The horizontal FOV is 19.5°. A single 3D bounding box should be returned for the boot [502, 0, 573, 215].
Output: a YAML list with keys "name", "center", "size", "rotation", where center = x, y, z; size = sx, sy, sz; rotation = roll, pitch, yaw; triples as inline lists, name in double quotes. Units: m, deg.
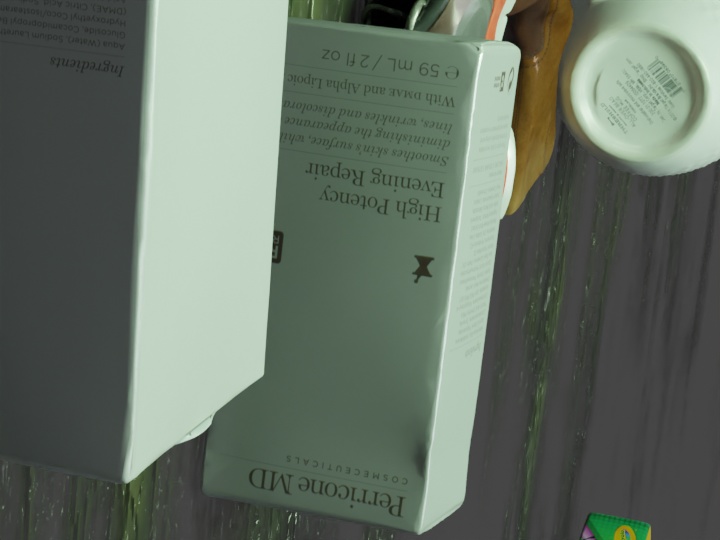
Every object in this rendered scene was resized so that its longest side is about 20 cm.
- name: "boot"
  center: [0.085, -0.122, 1.195]
  size: [0.188, 0.068, 0.200]
  rotation: [-70, 169, -56]

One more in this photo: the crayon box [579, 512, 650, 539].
- name: "crayon box"
  center: [0.212, 0.326, 1.839]
  size: [0.119, 0.058, 0.200]
  rotation: [-62, 156, -48]

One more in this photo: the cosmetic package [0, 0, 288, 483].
- name: "cosmetic package"
  center: [-0.075, -0.051, 0.618]
  size: [0.113, 0.081, 0.200]
  rotation: [-33, 131, -68]

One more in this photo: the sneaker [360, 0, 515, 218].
- name: "sneaker"
  center: [0.023, -0.087, 0.987]
  size: [0.082, 0.077, 0.200]
  rotation: [-18, 118, -42]

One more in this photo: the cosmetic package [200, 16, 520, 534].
- name: "cosmetic package"
  center: [0.000, 0.000, 0.865]
  size: [0.074, 0.102, 0.200]
  rotation: [-16, 113, -71]

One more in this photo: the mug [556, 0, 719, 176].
- name: "mug"
  center: [0.182, -0.157, 1.349]
  size: [0.200, 0.147, 0.175]
  rotation: [62, 24, -9]
